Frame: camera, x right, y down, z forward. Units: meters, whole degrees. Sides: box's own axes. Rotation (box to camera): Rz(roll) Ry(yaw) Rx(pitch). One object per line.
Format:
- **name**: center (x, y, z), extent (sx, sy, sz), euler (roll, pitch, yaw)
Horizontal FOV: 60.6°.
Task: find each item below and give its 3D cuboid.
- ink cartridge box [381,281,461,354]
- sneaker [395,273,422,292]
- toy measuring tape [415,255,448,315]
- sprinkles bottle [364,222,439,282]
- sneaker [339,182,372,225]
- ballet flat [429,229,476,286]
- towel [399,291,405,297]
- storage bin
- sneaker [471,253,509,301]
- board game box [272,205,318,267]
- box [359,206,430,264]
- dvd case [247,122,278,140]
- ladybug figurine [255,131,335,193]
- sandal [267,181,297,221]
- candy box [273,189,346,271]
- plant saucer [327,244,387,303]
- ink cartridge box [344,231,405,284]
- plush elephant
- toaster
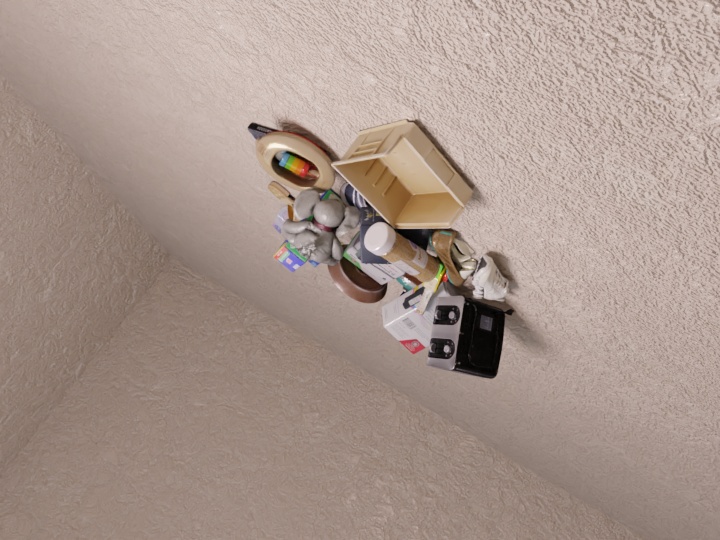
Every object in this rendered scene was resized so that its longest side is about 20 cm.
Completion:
- **ink cartridge box**: center (0.180, 0.118, 1.661), extent (0.146, 0.200, 0.083), euler (45, -156, -32)
- **sneaker**: center (0.169, 0.078, 1.731), extent (0.200, 0.080, 0.071), euler (36, -156, -8)
- **toy measuring tape**: center (0.186, 0.024, 1.539), extent (0.073, 0.074, 0.200), euler (29, 132, 15)
- **sprinkles bottle**: center (0.095, -0.038, 1.367), extent (0.068, 0.068, 0.200), euler (16, 170, 46)
- **sneaker**: center (0.042, -0.129, 1.452), extent (0.200, 0.070, 0.108), euler (47, 161, -27)
- **ballet flat**: center (0.226, -0.027, 1.426), extent (0.072, 0.068, 0.200), euler (-1, 142, 31)
- **towel**: center (0.194, 0.138, 1.816), extent (0.200, 0.050, 0.148), euler (34, -156, 2)
- **storage bin**: center (0.083, -0.179, 1.194), extent (0.200, 0.094, 0.198), euler (43, 161, -27)
- **sneaker**: center (0.299, 0.021, 1.398), extent (0.081, 0.075, 0.200), euler (20, 167, 18)
- **board game box**: center (-0.187, -0.102, 1.937), extent (0.200, 0.041, 0.200), euler (45, 167, -4)
- **box**: center (0.077, -0.076, 1.425), extent (0.157, 0.051, 0.200), euler (2, 155, 1)
- **dvd case**: center (-0.183, -0.278, 1.542), extent (0.150, 0.025, 0.200), euler (23, 161, 32)
- **ladybug figurine**: center (-0.146, -0.254, 1.408), extent (0.200, 0.072, 0.136), euler (29, 135, -16)
- **sandal**: center (-0.198, -0.166, 1.800), extent (0.212, 0.070, 0.078), euler (40, 163, -18)
- **candy box**: center (-0.134, -0.103, 1.627), extent (0.077, 0.200, 0.169), euler (37, 163, -10)
- **plant saucer**: center (0.000, 0.000, 1.737), extent (0.200, 0.200, 0.034), euler (36, 131, -7)
- **ink cartridge box**: center (0.051, -0.048, 1.632), extent (0.146, 0.084, 0.200), euler (37, 163, -6)
- **plush elephant**: center (-0.089, -0.105, 1.438), extent (0.164, 0.155, 0.200), euler (32, -175, -5)
- **toaster**: center (0.265, 0.165, 1.520), extent (0.200, 0.181, 0.119), euler (17, 169, -38)
